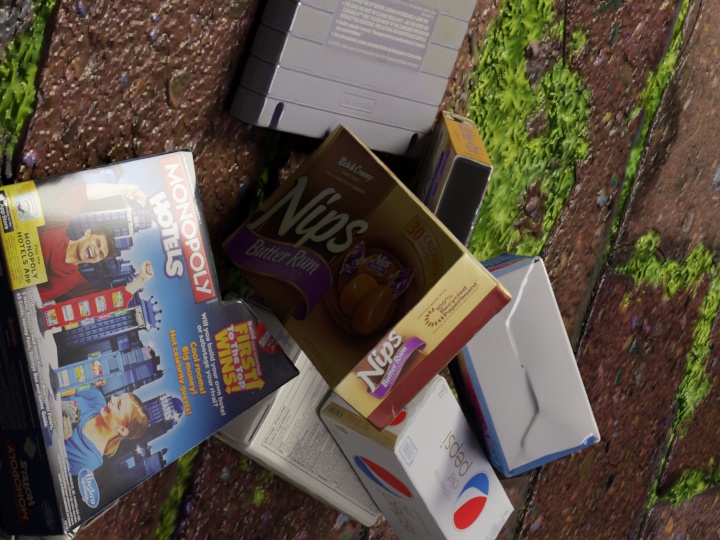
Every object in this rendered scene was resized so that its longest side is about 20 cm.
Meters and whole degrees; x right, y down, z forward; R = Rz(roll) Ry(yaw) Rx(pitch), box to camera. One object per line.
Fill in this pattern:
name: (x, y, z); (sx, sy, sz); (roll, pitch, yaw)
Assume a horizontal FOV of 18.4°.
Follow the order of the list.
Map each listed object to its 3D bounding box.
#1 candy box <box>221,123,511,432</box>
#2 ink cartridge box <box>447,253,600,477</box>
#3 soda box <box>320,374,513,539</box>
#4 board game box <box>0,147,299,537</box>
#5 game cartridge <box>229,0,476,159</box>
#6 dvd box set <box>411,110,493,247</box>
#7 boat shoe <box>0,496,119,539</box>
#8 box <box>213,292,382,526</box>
candy box: (0.000, 0.000, 1.400); (0.117, 0.200, 0.056); (-45, 127, 4)
ink cartridge box: (0.103, 0.063, 1.592); (0.200, 0.076, 0.137); (-142, -146, -87)
soda box: (0.042, 0.135, 1.550); (0.064, 0.068, 0.200); (-54, 147, -19)
board game box: (-0.136, 0.036, 1.331); (0.199, 0.061, 0.201); (-15, 95, -44)
game cartridge: (-0.002, -0.148, 1.483); (0.200, 0.038, 0.130); (8, 100, -56)
dvd box set: (0.049, -0.025, 1.532); (0.200, 0.029, 0.147); (-95, -157, -78)
boat shoe: (-0.179, 0.122, 1.376); (0.200, 0.076, 0.074); (-39, 180, -40)
box: (-0.040, 0.099, 1.545); (0.095, 0.078, 0.200); (-60, 147, -8)
